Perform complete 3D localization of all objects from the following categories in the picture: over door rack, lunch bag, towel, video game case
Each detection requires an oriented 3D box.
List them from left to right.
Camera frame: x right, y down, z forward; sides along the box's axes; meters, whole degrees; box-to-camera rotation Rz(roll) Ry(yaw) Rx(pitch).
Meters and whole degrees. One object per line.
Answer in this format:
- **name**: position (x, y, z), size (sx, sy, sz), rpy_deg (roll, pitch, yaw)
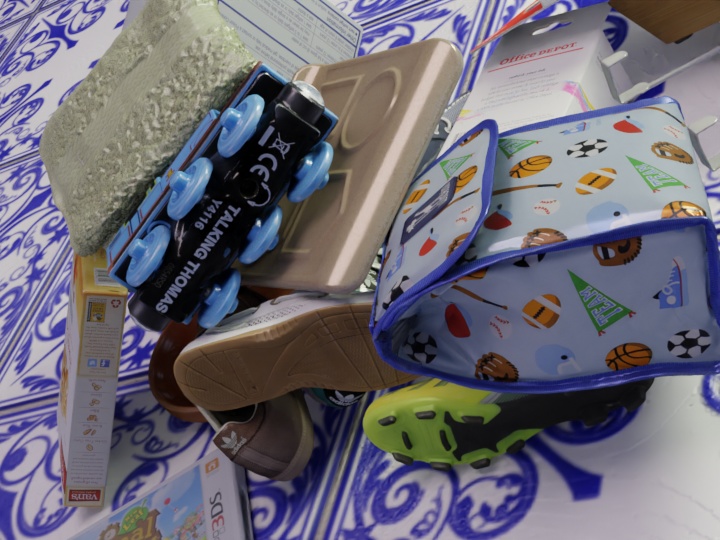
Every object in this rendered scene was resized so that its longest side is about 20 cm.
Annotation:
- **video game case**: position (-0.164, 0.232, 0.966), size (0.200, 0.022, 0.182), rpy_deg (-32, 31, 9)
- **towel**: position (-0.165, -0.118, 1.010), size (0.200, 0.036, 0.149), rpy_deg (-45, 51, 15)
- **lunch bag**: position (0.107, -0.015, 0.806), size (0.199, 0.124, 0.170), rpy_deg (-10, 28, 13)
- **over door rack**: position (0.287, -0.124, 0.931), size (0.199, 0.067, 0.148), rpy_deg (-18, 30, -9)

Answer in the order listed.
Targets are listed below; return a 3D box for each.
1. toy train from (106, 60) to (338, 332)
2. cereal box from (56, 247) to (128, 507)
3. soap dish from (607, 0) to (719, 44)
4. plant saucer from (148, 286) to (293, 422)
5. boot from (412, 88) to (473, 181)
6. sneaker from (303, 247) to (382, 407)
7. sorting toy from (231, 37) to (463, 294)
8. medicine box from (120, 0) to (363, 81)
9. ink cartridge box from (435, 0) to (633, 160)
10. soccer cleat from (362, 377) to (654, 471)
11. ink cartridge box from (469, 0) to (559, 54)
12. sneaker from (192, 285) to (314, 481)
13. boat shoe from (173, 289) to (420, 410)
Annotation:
- **toy train**: position (-0.096, -0.050, 0.921), size (0.200, 0.087, 0.114), rpy_deg (-54, 24, 9)
- **cereal box**: position (-0.220, 0.071, 1.097), size (0.039, 0.201, 0.144), rpy_deg (4, 26, -16)
- **soap dish**: position (0.304, -0.255, 1.027), size (0.157, 0.081, 0.200), rpy_deg (-37, 8, -23)
- **plant saucer**: position (-0.088, 0.049, 1.126), size (0.200, 0.032, 0.201), rpy_deg (-26, 32, 17)
- **boot**: position (0.055, -0.106, 1.132), size (0.073, 0.090, 0.200), rpy_deg (-4, 44, 42)
- **sneaker**: position (0.000, 0.000, 0.981), size (0.080, 0.071, 0.201), rpy_deg (167, 108, -72)
- **sorting toy**: position (-0.019, -0.068, 0.941), size (0.200, 0.036, 0.186), rpy_deg (7, 69, 58)
- **medicine box**: position (-0.108, -0.152, 1.127), size (0.103, 0.182, 0.201), rpy_deg (2, 72, 39)
- **ink cartridge box**: position (0.144, -0.122, 1.087), size (0.117, 0.067, 0.200), rpy_deg (-8, 42, 41)
- **soccer cleat**: position (0.096, 0.073, 0.879), size (0.199, 0.065, 0.084), rpy_deg (-19, 36, 20)
- **ink cartridge box**: position (0.186, -0.268, 1.128), size (0.173, 0.044, 0.200), rpy_deg (-24, 12, 42)
- **sneaker**: position (-0.094, 0.068, 0.995), size (0.071, 0.075, 0.200), rpy_deg (-50, 39, 16)
- **boat shoe**: position (-0.028, 0.039, 0.904), size (0.199, 0.071, 0.069), rpy_deg (-10, 29, 18)
